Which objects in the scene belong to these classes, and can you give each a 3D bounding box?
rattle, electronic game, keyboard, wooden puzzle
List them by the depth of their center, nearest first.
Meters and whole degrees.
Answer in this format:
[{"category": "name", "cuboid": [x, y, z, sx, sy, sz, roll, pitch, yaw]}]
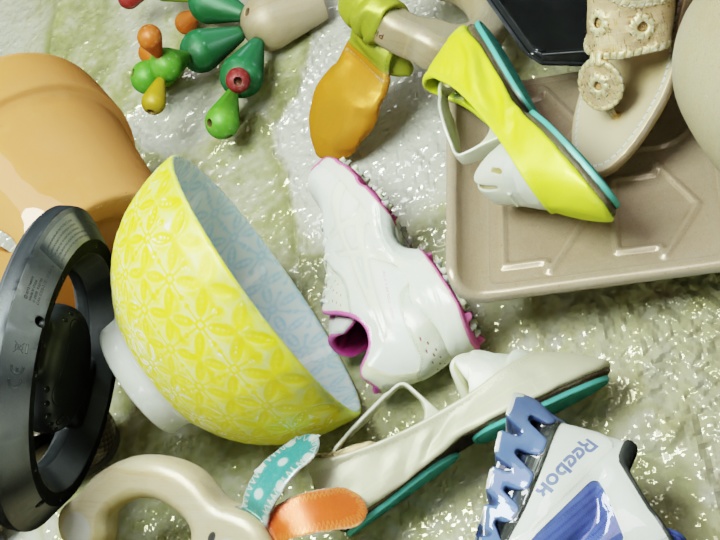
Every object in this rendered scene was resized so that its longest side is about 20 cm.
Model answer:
[{"category": "rattle", "cuboid": [-0.114, 0.164, 0.953, 0.198, 0.142, 0.132, -14, 71, 29]}, {"category": "electronic game", "cuboid": [-0.192, 0.060, 1.013, 0.041, 0.201, 0.202, 8, 57, 9]}, {"category": "wooden puzzle", "cuboid": [0.156, -0.056, 1.072, 0.198, 0.047, 0.187, -4, 51, 9]}, {"category": "keyboard", "cuboid": [0.133, -0.207, 1.162, 0.126, 0.021, 0.201, -6, 46, -22]}, {"category": "rattle", "cuboid": [0.056, -0.176, 1.224, 0.129, 0.144, 0.200, 15, 34, 19]}]

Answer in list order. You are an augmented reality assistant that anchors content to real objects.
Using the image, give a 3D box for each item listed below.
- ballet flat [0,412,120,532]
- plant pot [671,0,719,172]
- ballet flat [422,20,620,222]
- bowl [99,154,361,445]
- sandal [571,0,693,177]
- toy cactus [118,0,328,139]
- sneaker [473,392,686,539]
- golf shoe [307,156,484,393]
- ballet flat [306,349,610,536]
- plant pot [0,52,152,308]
[{"category": "ballet flat", "cuboid": [-0.253, 0.154, 1.113, 0.199, 0.046, 0.067, -35, 49, -4]}, {"category": "plant pot", "cuboid": [0.267, -0.121, 0.987, 0.134, 0.201, 0.201, 18, 64, 45]}, {"category": "ballet flat", "cuboid": [0.095, -0.081, 1.044, 0.067, 0.067, 0.201, -38, 47, 8]}, {"category": "bowl", "cuboid": [-0.098, 0.040, 1.033, 0.107, 0.200, 0.201, -36, 48, 5]}, {"category": "sandal", "cuboid": [0.171, -0.169, 1.033, 0.077, 0.069, 0.213, 26, 86, 54]}, {"category": "toy cactus", "cuboid": [-0.109, -0.190, 1.287, 0.164, 0.103, 0.201, -23, 39, -5]}, {"category": "sneaker", "cuboid": [0.116, 0.171, 0.897, 0.114, 0.081, 0.201, 10, 71, 13]}, {"category": "golf shoe", "cuboid": [0.000, 0.000, 1.095, 0.091, 0.075, 0.200, -36, 47, 0]}, {"category": "ballet flat", "cuboid": [0.055, 0.087, 0.999, 0.199, 0.070, 0.070, -30, 48, 0]}, {"category": "plant pot", "cuboid": [-0.218, -0.031, 1.142, 0.200, 0.201, 0.140, -44, 56, -11]}]
